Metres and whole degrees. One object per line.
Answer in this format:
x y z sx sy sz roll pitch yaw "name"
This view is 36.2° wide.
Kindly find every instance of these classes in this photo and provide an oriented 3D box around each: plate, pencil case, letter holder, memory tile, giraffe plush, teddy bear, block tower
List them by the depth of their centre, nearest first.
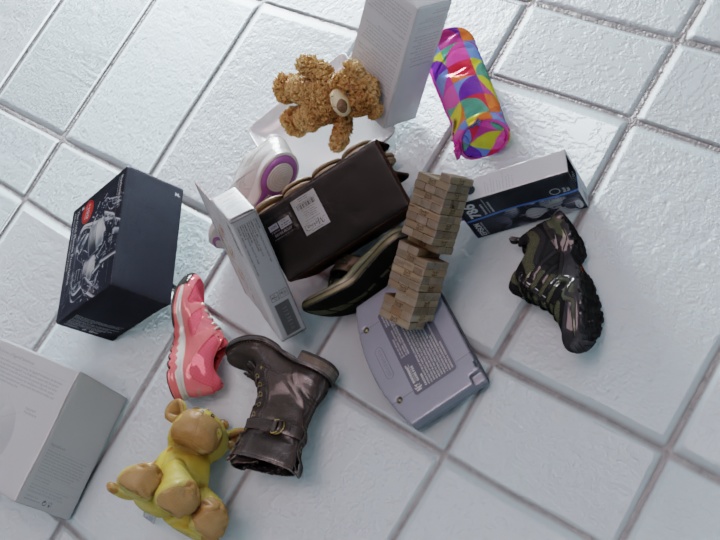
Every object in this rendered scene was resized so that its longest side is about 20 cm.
0.083 -0.029 1.412 0.057 0.054 0.203 25 104 36 "block tower"
-0.231 0.260 1.490 0.199 0.172 0.164 -21 36 61 "giraffe plush"
-0.020 -0.081 1.514 0.198 0.142 0.102 -31 84 15 "letter holder"
0.148 -0.251 1.558 0.087 0.088 0.202 -25 53 16 "pencil case"
-0.048 -0.119 1.566 0.198 0.153 0.017 -30 77 13 "memory tile"
-0.059 -0.246 1.608 0.198 0.066 0.147 21 117 38 "teddy bear"
-0.058 -0.209 1.687 0.199 0.032 0.201 -37 54 8 "plate"

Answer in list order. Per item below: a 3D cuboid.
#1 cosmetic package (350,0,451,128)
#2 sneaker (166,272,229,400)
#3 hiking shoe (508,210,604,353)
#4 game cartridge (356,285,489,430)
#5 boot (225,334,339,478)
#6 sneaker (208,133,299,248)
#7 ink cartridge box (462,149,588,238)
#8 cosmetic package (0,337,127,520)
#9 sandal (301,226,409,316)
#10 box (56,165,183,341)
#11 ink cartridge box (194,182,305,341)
0.050 -0.318 1.570 0.071 0.202 0.101 -23 55 -37 "cosmetic package"
-0.231 0.097 1.617 0.085 0.074 0.203 -4 61 5 "sneaker"
0.240 0.026 1.379 0.100 0.076 0.202 -26 46 26 "hiking shoe"
0.073 0.103 1.449 0.132 0.041 0.202 -36 53 14 "game cartridge"
-0.135 0.184 1.483 0.197 0.070 0.176 10 58 31 "boot"
-0.164 -0.117 1.666 0.200 0.074 0.100 -49 39 21 "sneaker"
0.190 -0.093 1.443 0.197 0.099 0.040 -15 60 23 "ink cartridge box"
-0.489 0.234 1.647 0.197 0.123 0.202 15 75 35 "cosmetic package"
0.001 0.000 1.500 0.200 0.079 0.058 -39 53 23 "sandal"
-0.368 -0.023 1.685 0.181 0.103 0.203 -28 51 43 "box"
-0.154 -0.022 1.530 0.043 0.202 0.174 -27 30 -10 "ink cartridge box"
